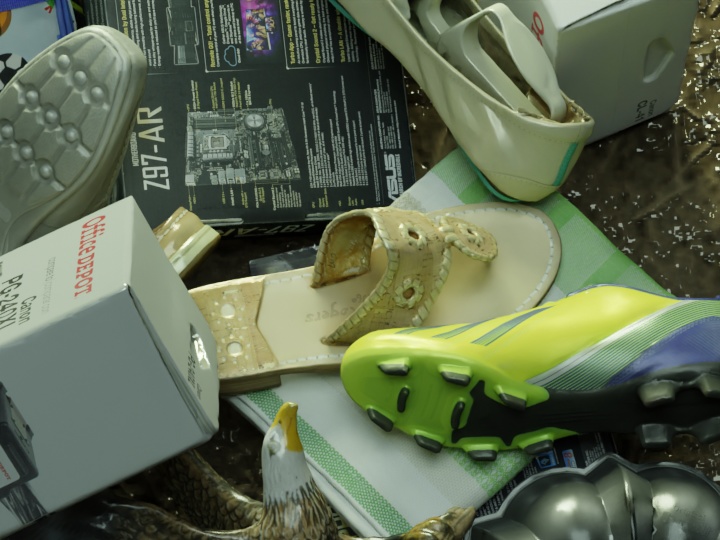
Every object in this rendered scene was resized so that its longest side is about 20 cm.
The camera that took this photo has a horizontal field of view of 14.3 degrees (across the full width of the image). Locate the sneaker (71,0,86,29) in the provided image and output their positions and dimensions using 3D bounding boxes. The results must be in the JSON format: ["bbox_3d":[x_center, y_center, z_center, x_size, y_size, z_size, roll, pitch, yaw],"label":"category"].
[{"bbox_3d":[-0.235,-0.163,1.562,0.200,0.075,0.077,36,108,8],"label":"sneaker"}]

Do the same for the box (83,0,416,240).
[{"bbox_3d":[-0.060,-0.118,1.489,0.159,0.044,0.201,-4,81,-19],"label":"box"}]

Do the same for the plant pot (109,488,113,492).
[{"bbox_3d":[-0.194,0.181,1.354,0.186,0.188,0.200,29,54,13],"label":"plant pot"}]

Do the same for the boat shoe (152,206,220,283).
[{"bbox_3d":[-0.157,0.024,1.391,0.200,0.074,0.067,-36,93,18],"label":"boat shoe"}]

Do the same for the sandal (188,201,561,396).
[{"bbox_3d":[0.002,0.005,1.390,0.211,0.070,0.078,-16,66,-8],"label":"sandal"}]

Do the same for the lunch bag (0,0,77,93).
[{"bbox_3d":[-0.243,-0.100,1.475,0.199,0.161,0.076,-12,23,-7],"label":"lunch bag"}]

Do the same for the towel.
[{"bbox_3d":[0.042,0.038,1.430,0.200,0.031,0.149,-40,72,-17],"label":"towel"}]

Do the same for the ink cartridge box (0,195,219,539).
[{"bbox_3d":[-0.169,0.058,1.273,0.199,0.145,0.084,-26,107,4],"label":"ink cartridge box"}]

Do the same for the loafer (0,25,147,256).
[{"bbox_3d":[-0.158,-0.043,1.438,0.070,0.200,0.070,46,32,17],"label":"loafer"}]

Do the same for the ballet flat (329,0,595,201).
[{"bbox_3d":[0.045,-0.125,1.444,0.069,0.070,0.200,-37,78,-14],"label":"ballet flat"}]

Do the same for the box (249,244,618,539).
[{"bbox_3d":[0.041,0.073,1.451,0.160,0.049,0.201,-13,66,-6],"label":"box"}]

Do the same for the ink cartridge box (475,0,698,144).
[{"bbox_3d":[0.092,-0.183,1.509,0.085,0.148,0.201,-22,66,-9],"label":"ink cartridge box"}]

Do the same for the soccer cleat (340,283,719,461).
[{"bbox_3d":[0.089,0.043,1.385,0.199,0.065,0.084,1,46,-2],"label":"soccer cleat"}]

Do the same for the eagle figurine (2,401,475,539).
[{"bbox_3d":[-0.052,0.128,1.329,0.199,0.152,0.152,6,75,19],"label":"eagle figurine"}]

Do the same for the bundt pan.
[{"bbox_3d":[0.128,0.186,1.354,0.201,0.076,0.203,0,84,-2],"label":"bundt pan"}]
